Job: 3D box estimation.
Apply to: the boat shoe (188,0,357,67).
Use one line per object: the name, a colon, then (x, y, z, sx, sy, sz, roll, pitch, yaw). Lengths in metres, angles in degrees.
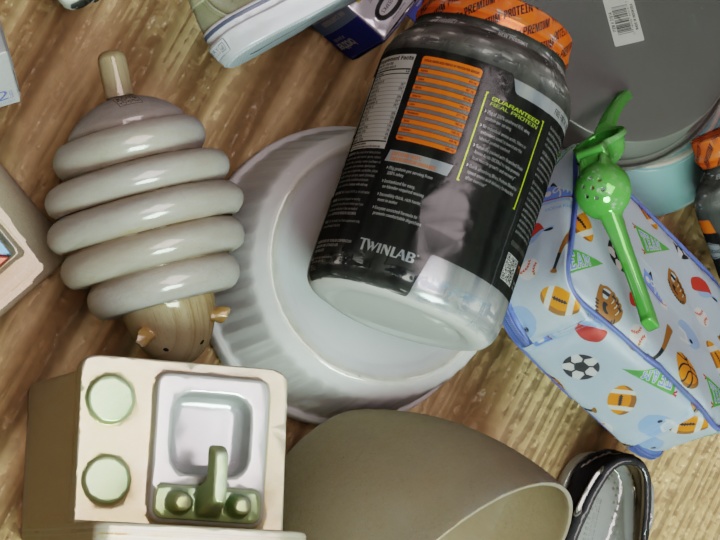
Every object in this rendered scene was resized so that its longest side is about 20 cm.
boat shoe: (-0.017, -0.199, 1.579, 0.200, 0.072, 0.062, -30, 90, -18)

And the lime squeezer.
lime squeezer: (0.164, -0.061, 1.599, 0.071, 0.038, 0.200, 29, 41, -31)

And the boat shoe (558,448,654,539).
boat shoe: (0.152, 0.217, 1.675, 0.074, 0.060, 0.200, 20, 78, -17)

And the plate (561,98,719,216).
plate: (0.189, -0.136, 1.748, 0.200, 0.026, 0.201, 3, 82, -20)

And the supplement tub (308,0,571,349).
supplement tub: (0.054, -0.063, 1.531, 0.122, 0.122, 0.200, 24, 77, -16)

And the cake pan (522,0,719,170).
cake pan: (0.174, -0.169, 1.713, 0.200, 0.037, 0.201, 2, 83, -19)

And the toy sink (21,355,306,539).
toy sink: (-0.119, 0.113, 1.516, 0.130, 0.200, 0.112, 4, 83, -18)

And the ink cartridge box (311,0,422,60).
ink cartridge box: (-0.008, -0.236, 1.661, 0.200, 0.076, 0.137, 40, 74, -10)

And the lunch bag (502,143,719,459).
lunch bag: (0.169, 0.020, 1.653, 0.200, 0.075, 0.160, 44, 35, -32)

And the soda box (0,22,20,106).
soda box: (-0.311, -0.115, 1.513, 0.200, 0.063, 0.068, -17, 66, -7)

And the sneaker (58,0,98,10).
sneaker: (-0.168, -0.260, 1.619, 0.083, 0.081, 0.200, 18, 69, -4)

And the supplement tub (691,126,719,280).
supplement tub: (0.304, -0.011, 1.718, 0.122, 0.122, 0.200, -22, 94, -20)

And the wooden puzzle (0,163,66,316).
wooden puzzle: (-0.306, -0.020, 1.551, 0.200, 0.037, 0.185, -42, 98, -19)

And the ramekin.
ramekin: (0.000, 0.000, 1.628, 0.202, 0.094, 0.203, 2, 84, -19)

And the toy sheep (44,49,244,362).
toy sheep: (-0.136, -0.038, 1.561, 0.138, 0.138, 0.200, -18, 90, -21)

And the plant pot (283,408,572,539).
plant pot: (0.015, 0.166, 1.583, 0.200, 0.200, 0.134, -36, 61, -20)
